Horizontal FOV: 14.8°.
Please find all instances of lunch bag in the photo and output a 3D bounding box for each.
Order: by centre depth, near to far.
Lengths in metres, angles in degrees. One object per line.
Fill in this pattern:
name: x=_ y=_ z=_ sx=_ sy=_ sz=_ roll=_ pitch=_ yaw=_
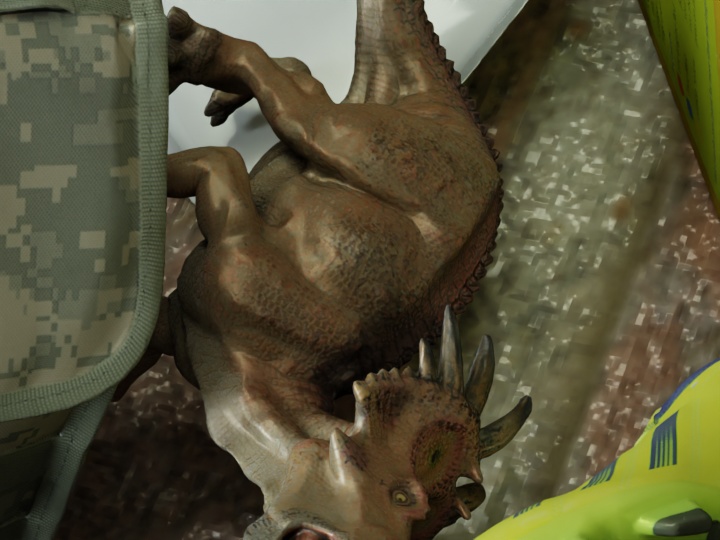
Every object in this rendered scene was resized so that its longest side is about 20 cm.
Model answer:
lunch bag: x=-0.144 y=0.001 z=0.669 sx=0.163 sy=0.200 sz=0.118 roll=-4 pitch=55 yaw=-25

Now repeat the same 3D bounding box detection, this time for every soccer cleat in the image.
soccer cleat: x=0.085 y=0.059 z=0.671 sx=0.199 sy=0.065 sz=0.084 roll=-19 pitch=25 yaw=-36

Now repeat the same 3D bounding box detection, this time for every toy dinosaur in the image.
toy dinosaur: x=0.000 y=0.000 z=0.732 sx=0.135 sy=0.086 sz=0.201 roll=21 pitch=65 yaw=13

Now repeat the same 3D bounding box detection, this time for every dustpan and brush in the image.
dustpan and brush: x=-0.041 y=-0.092 z=0.855 sx=0.200 sy=0.057 sz=0.140 roll=33 pitch=77 yaw=24

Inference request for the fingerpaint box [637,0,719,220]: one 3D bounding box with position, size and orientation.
fingerpaint box: x=0.109 y=-0.131 z=0.752 sx=0.073 sy=0.200 sz=0.167 roll=-14 pitch=51 yaw=-1
